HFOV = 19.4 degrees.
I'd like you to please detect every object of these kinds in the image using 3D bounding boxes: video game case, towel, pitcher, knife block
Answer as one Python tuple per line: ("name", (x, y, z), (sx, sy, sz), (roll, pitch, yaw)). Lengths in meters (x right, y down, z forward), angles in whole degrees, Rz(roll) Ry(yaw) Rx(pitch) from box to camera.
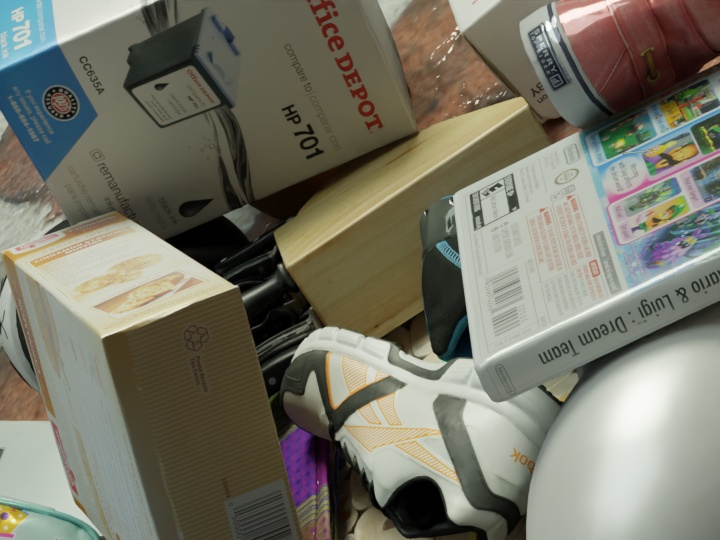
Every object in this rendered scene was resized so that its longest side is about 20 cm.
("video game case", (0.127, -0.030, 0.885), (0.181, 0.024, 0.200), (-26, 19, 10))
("towel", (-0.059, 0.151, 1.097), (0.144, 0.023, 0.201), (-42, 28, 26))
("pitcher", (0.130, 0.062, 0.856), (0.171, 0.121, 0.201), (-7, 40, 48))
("knife block", (0.000, 0.000, 1.119), (0.199, 0.064, 0.176), (-15, 28, 45))

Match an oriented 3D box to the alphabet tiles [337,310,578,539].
("alphabet tiles", (0.034, 0.089, 1.063), (0.195, 0.015, 0.201), (-37, 31, 21))

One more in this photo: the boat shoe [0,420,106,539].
("boat shoe", (-0.201, 0.131, 1.276), (0.198, 0.064, 0.071), (11, 61, 31))

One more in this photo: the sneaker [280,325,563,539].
("sneaker", (0.016, 0.080, 1.006), (0.199, 0.074, 0.080), (7, 61, 56))

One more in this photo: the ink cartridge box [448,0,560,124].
("ink cartridge box", (0.119, -0.200, 1.219), (0.145, 0.083, 0.201), (-39, 30, 17))

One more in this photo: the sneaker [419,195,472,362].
("sneaker", (0.115, -0.002, 1.013), (0.199, 0.073, 0.083), (-13, 64, 39))

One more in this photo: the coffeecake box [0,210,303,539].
("coffeecake box", (-0.108, 0.068, 1.070), (0.073, 0.155, 0.200), (-20, 19, -18))

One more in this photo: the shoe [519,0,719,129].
("shoe", (0.145, -0.108, 1.021), (0.090, 0.072, 0.200), (-26, -8, 16))

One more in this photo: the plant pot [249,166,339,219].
("plant pot", (-0.075, -0.136, 1.302), (0.200, 0.183, 0.201), (-35, 28, 22))

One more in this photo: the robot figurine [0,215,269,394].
("robot figurine", (-0.136, 0.023, 1.260), (0.199, 0.125, 0.151), (-4, 49, 52))

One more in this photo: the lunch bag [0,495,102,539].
("lunch bag", (-0.230, 0.198, 1.116), (0.077, 0.198, 0.162), (97, -174, -59))

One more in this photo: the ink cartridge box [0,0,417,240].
("ink cartridge box", (-0.087, -0.112, 1.147), (0.198, 0.147, 0.086), (-22, 39, 8))
